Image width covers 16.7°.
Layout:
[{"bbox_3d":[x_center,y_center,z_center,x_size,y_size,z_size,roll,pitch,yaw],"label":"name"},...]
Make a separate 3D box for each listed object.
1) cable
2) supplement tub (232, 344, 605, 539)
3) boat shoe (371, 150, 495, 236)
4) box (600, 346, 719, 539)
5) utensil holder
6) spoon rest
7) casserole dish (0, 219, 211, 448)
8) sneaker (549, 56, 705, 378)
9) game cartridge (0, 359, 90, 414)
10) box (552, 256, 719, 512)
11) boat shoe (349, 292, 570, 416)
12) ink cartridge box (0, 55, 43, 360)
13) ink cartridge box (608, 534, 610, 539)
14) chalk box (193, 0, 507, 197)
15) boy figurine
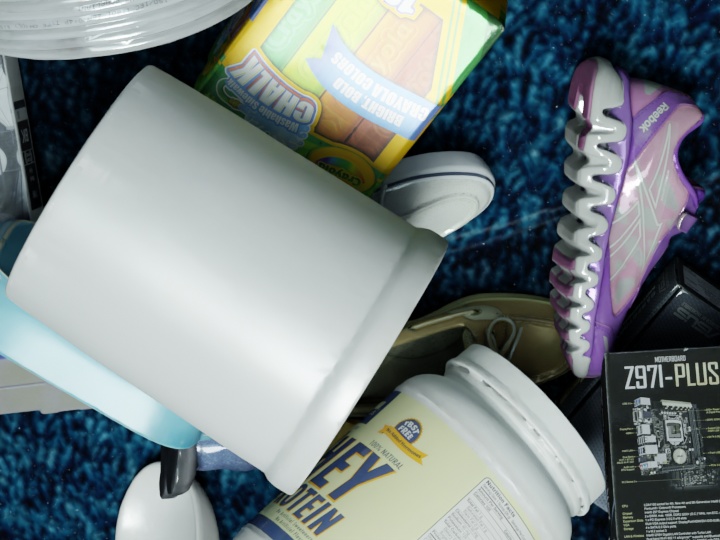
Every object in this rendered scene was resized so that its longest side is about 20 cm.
[{"bbox_3d":[-0.145,-0.183,1.415,0.199,0.200,0.070,-9,117,6],"label":"cable"},{"bbox_3d":[0.036,0.156,1.486,0.200,0.145,0.145,-42,107,-13],"label":"supplement tub"},{"bbox_3d":[-0.002,-0.003,1.517,0.201,0.086,0.075,-21,143,-4],"label":"boat shoe"},{"bbox_3d":[0.248,0.133,1.477,0.199,0.086,0.165,-4,70,3],"label":"box"},{"bbox_3d":[-0.078,0.003,1.390,0.199,0.170,0.170,32,112,0],"label":"utensil holder"},{"bbox_3d":[-0.107,0.204,1.597,0.060,0.200,0.100,6,119,-43],"label":"spoon rest"},{"bbox_3d":[-0.160,0.032,1.475,0.199,0.121,0.039,31,113,-8],"label":"casserole dish"},{"bbox_3d":[0.168,-0.029,1.516,0.088,0.081,0.201,4,103,-10],"label":"sneaker"},{"bbox_3d":[-0.153,0.025,1.596,0.199,0.038,0.130,-6,116,7],"label":"game cartridge"},{"bbox_3d":[0.234,0.110,1.589,0.200,0.051,0.158,35,112,-10],"label":"box"},{"bbox_3d":[0.048,0.060,1.567,0.199,0.063,0.074,-3,112,-5],"label":"boat shoe"},{"bbox_3d":[-0.251,-0.037,1.548,0.099,0.039,0.201,-9,98,7],"label":"ink cartridge box"},{"bbox_3d":[0.220,0.252,1.592,0.144,0.088,0.201,13,130,9],"label":"ink cartridge box"},{"bbox_3d":[-0.017,-0.124,1.471,0.125,0.124,0.200,34,111,-9],"label":"chalk box"},{"bbox_3d":[-0.030,0.123,1.590,0.199,0.124,0.065,7,80,-16],"label":"boy figurine"}]
